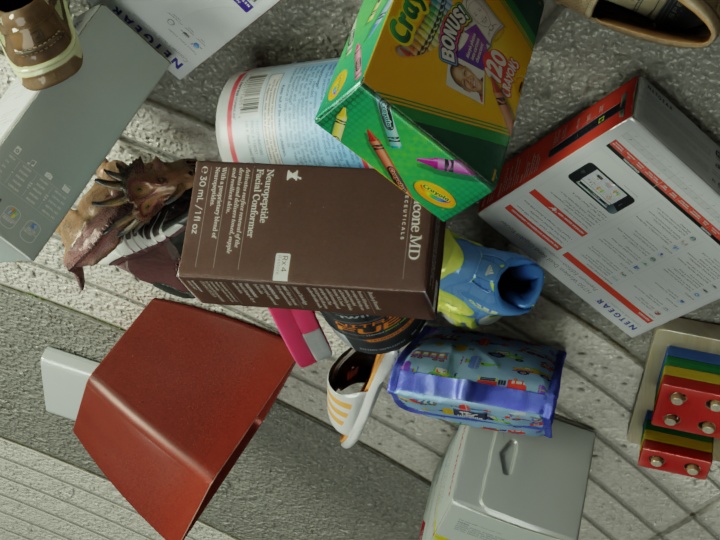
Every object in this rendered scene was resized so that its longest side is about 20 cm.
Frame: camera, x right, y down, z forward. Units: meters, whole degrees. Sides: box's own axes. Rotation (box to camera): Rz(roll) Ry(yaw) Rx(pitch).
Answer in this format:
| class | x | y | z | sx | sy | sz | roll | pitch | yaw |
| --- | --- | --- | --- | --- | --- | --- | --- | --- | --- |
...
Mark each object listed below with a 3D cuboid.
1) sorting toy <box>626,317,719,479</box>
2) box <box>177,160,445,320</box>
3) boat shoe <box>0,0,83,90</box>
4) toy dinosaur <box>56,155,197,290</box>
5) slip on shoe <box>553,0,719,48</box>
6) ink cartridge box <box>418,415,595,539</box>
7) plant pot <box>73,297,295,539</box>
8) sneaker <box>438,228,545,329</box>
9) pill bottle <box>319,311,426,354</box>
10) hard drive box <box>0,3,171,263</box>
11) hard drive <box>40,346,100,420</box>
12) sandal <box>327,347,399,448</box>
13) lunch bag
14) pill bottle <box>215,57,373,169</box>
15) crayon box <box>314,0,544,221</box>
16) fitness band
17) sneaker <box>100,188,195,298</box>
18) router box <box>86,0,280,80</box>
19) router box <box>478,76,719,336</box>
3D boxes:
| class | x | y | z | sx | sy | sz | roll | pitch | yaw |
| --- | --- | --- | --- | --- | --- | --- | --- | --- | --- |
| sorting toy | 0.370 | 0.149 | 1.175 | 0.196 | 0.070 | 0.201 | 11 | 141 | 11 |
| box | -0.036 | -0.024 | 0.942 | 0.197 | 0.101 | 0.075 | 3 | 161 | 10 |
| boat shoe | -0.266 | -0.219 | 0.934 | 0.202 | 0.074 | 0.075 | 48 | 164 | 46 |
| toy dinosaur | -0.239 | -0.050 | 1.126 | 0.085 | 0.136 | 0.201 | 22 | 114 | -33 |
| slip on shoe | 0.161 | -0.206 | 0.836 | 0.198 | 0.061 | 0.076 | 22 | 137 | -4 |
| ink cartridge box | 0.157 | 0.260 | 1.340 | 0.143 | 0.146 | 0.201 | 18 | 143 | 1 |
| plant pot | -0.206 | 0.152 | 1.344 | 0.175 | 0.201 | 0.200 | 34 | 142 | 2 |
| sneaker | 0.119 | 0.021 | 1.062 | 0.104 | 0.077 | 0.200 | 19 | 179 | 29 |
| pill bottle | 0.000 | 0.000 | 1.073 | 0.105 | 0.108 | 0.200 | 8 | 163 | 14 |
| hard drive box | -0.264 | -0.109 | 0.995 | 0.077 | 0.201 | 0.155 | 38 | 162 | -25 |
| hard drive | -0.305 | 0.169 | 1.527 | 0.198 | 0.027 | 0.133 | 17 | 142 | 2 |
| sandal | -0.002 | 0.106 | 1.285 | 0.059 | 0.080 | 0.208 | 21 | 134 | 0 |
| lunch bag | 0.113 | 0.107 | 1.139 | 0.149 | 0.095 | 0.200 | 10 | 178 | 12 |
| pill bottle | -0.010 | -0.119 | 0.982 | 0.198 | 0.110 | 0.109 | -2 | 138 | 26 |
| crayon box | 0.054 | -0.149 | 0.843 | 0.118 | 0.201 | 0.058 | 35 | 140 | -21 |
| fitness band | -0.074 | 0.006 | 1.136 | 0.037 | 0.145 | 0.201 | -21 | 140 | -1 |
| sneaker | -0.173 | -0.028 | 1.204 | 0.115 | 0.076 | 0.199 | 35 | 151 | -27 |
| router box | -0.156 | -0.262 | 0.919 | 0.199 | 0.049 | 0.179 | 39 | 138 | -23 |
| router box | 0.230 | -0.045 | 1.005 | 0.199 | 0.049 | 0.179 | 37 | 139 | -21 |
